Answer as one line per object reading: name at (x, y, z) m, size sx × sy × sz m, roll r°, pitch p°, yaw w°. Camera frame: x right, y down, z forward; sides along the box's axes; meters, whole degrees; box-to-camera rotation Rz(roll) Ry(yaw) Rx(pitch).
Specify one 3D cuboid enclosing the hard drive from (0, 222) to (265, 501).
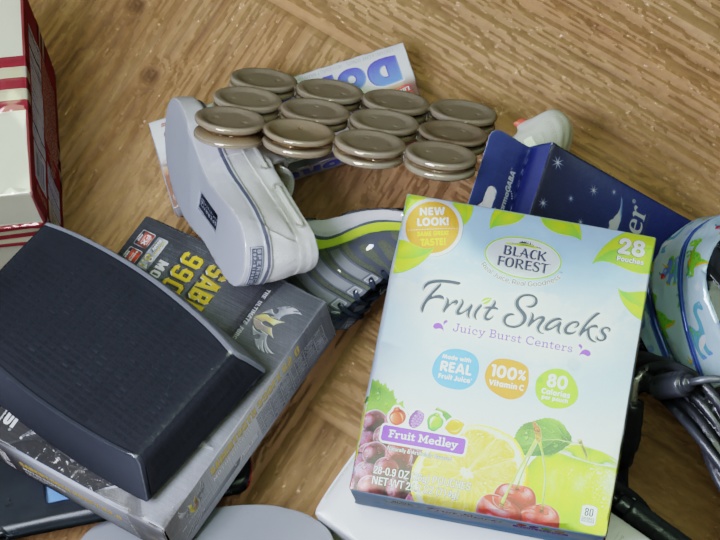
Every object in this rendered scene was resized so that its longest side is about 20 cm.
hard drive at (-0.177, 0.053, 1.509) m, size 0.200 × 0.042 × 0.135 m, roll 33°, pitch 68°, yaw 27°

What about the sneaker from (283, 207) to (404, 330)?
sneaker at (0.000, 0.000, 1.587) m, size 0.199 × 0.074 × 0.081 m, roll -7°, pitch 87°, yaw 33°

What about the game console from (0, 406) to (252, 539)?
game console at (-0.183, 0.094, 1.585) m, size 0.199 × 0.031 × 0.178 m, roll -12°, pitch 56°, yaw 1°

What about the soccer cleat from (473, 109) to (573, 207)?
soccer cleat at (0.103, -0.021, 1.601) m, size 0.077 × 0.069 × 0.200 m, roll 31°, pitch 85°, yaw 31°

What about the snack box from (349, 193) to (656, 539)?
snack box at (0.093, 0.065, 1.456) m, size 0.168 × 0.068 × 0.201 m, roll 9°, pitch 75°, yaw 5°

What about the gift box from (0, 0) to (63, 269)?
gift box at (-0.314, -0.081, 1.589) m, size 0.186 × 0.185 × 0.201 m, roll -4°, pitch 67°, yaw 0°

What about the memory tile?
memory tile at (-0.009, -0.103, 1.580) m, size 0.199 × 0.153 × 0.017 m, roll 10°, pitch 112°, yaw 7°

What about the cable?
cable at (0.214, 0.153, 1.499) m, size 0.051 × 0.163 × 0.201 m, roll -29°, pitch 107°, yaw -37°

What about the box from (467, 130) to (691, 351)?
box at (0.158, -0.006, 1.557) m, size 0.199 × 0.032 × 0.122 m, roll 26°, pitch 74°, yaw -26°

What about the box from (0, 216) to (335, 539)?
box at (-0.136, 0.077, 1.541) m, size 0.158 × 0.048 × 0.200 m, roll 25°, pitch 66°, yaw 25°

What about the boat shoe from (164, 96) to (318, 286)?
boat shoe at (-0.082, -0.059, 1.578) m, size 0.069 × 0.071 × 0.200 m, roll -4°, pitch 33°, yaw -23°

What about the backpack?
backpack at (0.277, 0.053, 1.525) m, size 0.163 × 0.154 × 0.201 m, roll -36°, pitch 111°, yaw -26°

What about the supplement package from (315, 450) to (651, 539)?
supplement package at (0.083, 0.184, 1.518) m, size 0.200 × 0.117 × 0.118 m, roll 34°, pitch 78°, yaw 12°

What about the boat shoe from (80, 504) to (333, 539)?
boat shoe at (-0.099, 0.207, 1.520) m, size 0.199 × 0.066 × 0.072 m, roll -6°, pitch 36°, yaw 25°

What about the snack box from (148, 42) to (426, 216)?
snack box at (-0.052, -0.104, 1.660) m, size 0.199 × 0.024 × 0.072 m, roll -18°, pitch 72°, yaw -1°
